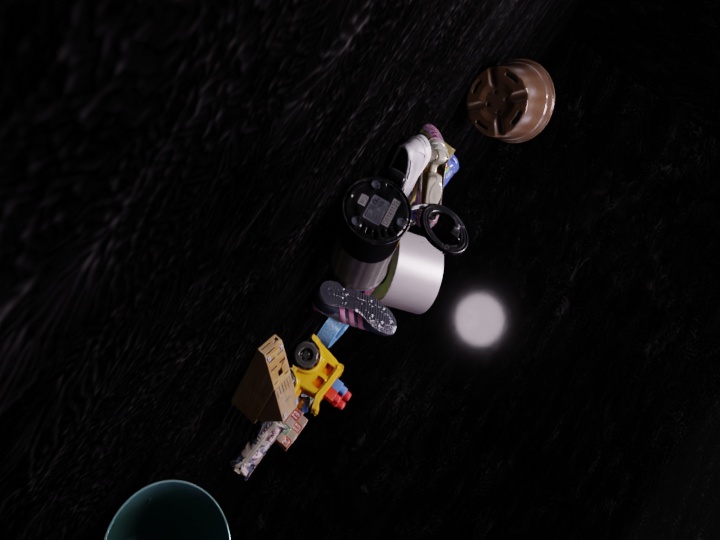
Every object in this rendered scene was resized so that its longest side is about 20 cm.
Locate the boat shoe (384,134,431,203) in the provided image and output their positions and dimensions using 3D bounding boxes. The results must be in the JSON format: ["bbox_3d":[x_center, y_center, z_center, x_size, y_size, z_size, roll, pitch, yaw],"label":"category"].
[{"bbox_3d":[0.070,-0.165,0.998,0.067,0.073,0.201,-24,161,-33],"label":"boat shoe"}]

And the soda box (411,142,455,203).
[{"bbox_3d":[0.135,-0.222,1.141,0.200,0.063,0.069,-45,169,-49],"label":"soda box"}]

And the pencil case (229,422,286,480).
[{"bbox_3d":[-0.312,0.532,1.609,0.202,0.078,0.089,-52,-168,-16],"label":"pencil case"}]

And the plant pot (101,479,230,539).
[{"bbox_3d":[-0.327,0.463,0.829,0.161,0.201,0.200,-43,180,37],"label":"plant pot"}]

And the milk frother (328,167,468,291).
[{"bbox_3d":[0.059,-0.046,0.903,0.180,0.200,0.189,-42,169,-23],"label":"milk frother"}]

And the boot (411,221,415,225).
[{"bbox_3d":[0.135,-0.159,1.390,0.204,0.073,0.155,-49,174,-36],"label":"boot"}]

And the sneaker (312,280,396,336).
[{"bbox_3d":[-0.015,0.091,1.146,0.082,0.196,0.072,-42,-157,50],"label":"sneaker"}]

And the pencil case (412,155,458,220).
[{"bbox_3d":[0.162,-0.217,1.279,0.077,0.088,0.201,8,-129,50],"label":"pencil case"}]

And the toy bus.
[{"bbox_3d":[-0.124,0.303,1.362,0.201,0.191,0.136,-48,173,-20],"label":"toy bus"}]

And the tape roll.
[{"bbox_3d":[0.119,0.001,1.416,0.202,0.135,0.211,-164,-90,-71],"label":"tape roll"}]

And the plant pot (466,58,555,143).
[{"bbox_3d":[0.357,-0.411,1.278,0.197,0.199,0.203,-27,154,-57],"label":"plant pot"}]

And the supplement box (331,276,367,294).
[{"bbox_3d":[0.000,0.000,1.189,0.111,0.085,0.202,-48,170,-39],"label":"supplement box"}]

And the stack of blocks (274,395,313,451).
[{"bbox_3d":[-0.231,0.487,1.780,0.201,0.114,0.059,-50,173,-29],"label":"stack of blocks"}]

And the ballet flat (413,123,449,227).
[{"bbox_3d":[0.139,-0.184,1.009,0.071,0.066,0.209,173,-78,-75],"label":"ballet flat"}]

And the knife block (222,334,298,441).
[{"bbox_3d":[-0.216,0.237,1.044,0.064,0.170,0.208,-39,120,-59],"label":"knife block"}]

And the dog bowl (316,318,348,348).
[{"bbox_3d":[-0.072,0.168,1.618,0.113,0.049,0.200,-58,171,26],"label":"dog bowl"}]
